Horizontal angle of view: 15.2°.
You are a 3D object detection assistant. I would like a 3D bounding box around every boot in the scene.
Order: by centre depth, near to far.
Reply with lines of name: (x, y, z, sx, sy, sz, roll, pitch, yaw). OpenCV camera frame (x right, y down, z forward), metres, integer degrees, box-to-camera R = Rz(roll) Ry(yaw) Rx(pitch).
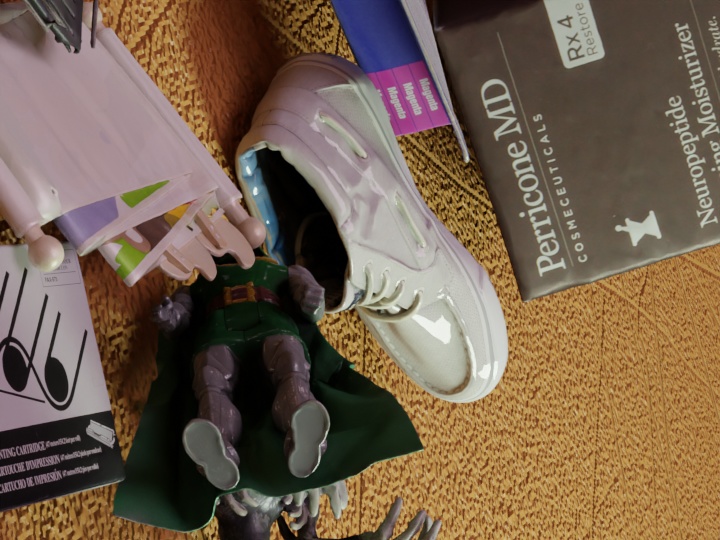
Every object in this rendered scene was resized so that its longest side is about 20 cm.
boot: (0.000, 0.000, 1.290, 0.200, 0.073, 0.096, 59, 34, -20)

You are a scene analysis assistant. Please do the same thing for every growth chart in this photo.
growth chart: (-0.108, -0.052, 1.046, 0.145, 0.018, 0.200, 56, 20, 8)

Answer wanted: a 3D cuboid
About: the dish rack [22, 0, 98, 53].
dish rack: (-0.126, -0.190, 1.062, 0.200, 0.054, 0.153, -93, 157, -46)

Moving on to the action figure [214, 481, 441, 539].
action figure: (-0.024, 0.111, 1.117, 0.119, 0.102, 0.200, 20, 58, -50)

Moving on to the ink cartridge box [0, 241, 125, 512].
ink cartridge box: (-0.152, 0.042, 0.921, 0.200, 0.044, 0.094, -6, 82, -67)

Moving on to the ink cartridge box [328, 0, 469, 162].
ink cartridge box: (-0.010, -0.169, 1.304, 0.200, 0.043, 0.197, -99, 166, -60)

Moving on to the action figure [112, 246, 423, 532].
action figure: (-0.046, 0.031, 1.087, 0.200, 0.118, 0.055, -106, -171, -67)

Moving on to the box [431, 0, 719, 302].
box: (0.156, -0.108, 1.480, 0.164, 0.200, 0.166, -90, 162, -71)
